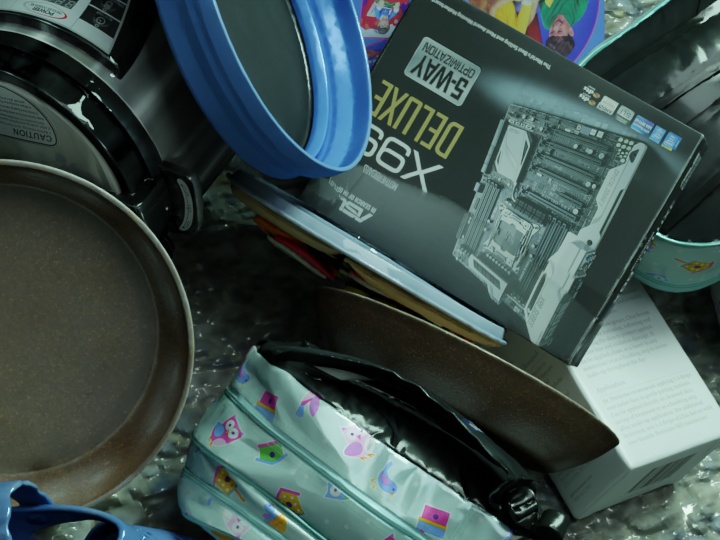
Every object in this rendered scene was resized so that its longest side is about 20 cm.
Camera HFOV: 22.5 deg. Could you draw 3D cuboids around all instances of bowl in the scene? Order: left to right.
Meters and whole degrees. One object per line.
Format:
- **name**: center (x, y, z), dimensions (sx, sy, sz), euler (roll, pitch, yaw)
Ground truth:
- **bowl**: center (-0.056, -0.146, 1.024), dimensions (0.201, 0.039, 0.202), euler (48, 33, -45)

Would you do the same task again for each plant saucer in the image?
- **plant saucer**: center (-0.187, 0.036, 0.949), dimensions (0.199, 0.201, 0.035), euler (23, 13, -12)
- **plant saucer**: center (0.054, 0.071, 1.059), dimensions (0.199, 0.200, 0.037), euler (28, 82, -8)

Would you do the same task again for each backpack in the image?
- **backpack**: center (0.002, 0.124, 0.986), dimensions (0.199, 0.167, 0.127), euler (32, 82, 1)
- **backpack**: center (0.224, -0.087, 1.179), dimensions (0.199, 0.153, 0.176), euler (-33, 77, -19)

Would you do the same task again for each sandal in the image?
- **sandal**: center (-0.136, 0.157, 0.933), dimensions (0.199, 0.087, 0.080), euler (12, 50, -24)

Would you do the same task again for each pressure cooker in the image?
- **pressure cooker**: center (-0.165, -0.080, 1.036), dimensions (0.179, 0.175, 0.200), euler (48, 46, -15)

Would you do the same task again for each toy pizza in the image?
- **toy pizza**: center (0.000, 0.000, 1.096), dimensions (0.199, 0.032, 0.200), euler (31, 3, -2)

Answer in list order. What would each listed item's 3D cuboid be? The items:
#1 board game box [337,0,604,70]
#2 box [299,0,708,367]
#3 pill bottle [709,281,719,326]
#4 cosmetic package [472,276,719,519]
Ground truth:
- **board game box**: center (0.068, -0.168, 1.185), dimensions (0.199, 0.135, 0.045), euler (-14, 24, -26)
- **box**: center (0.086, -0.059, 1.100), dimensions (0.199, 0.158, 0.050), euler (32, 4, 15)
- **pill bottle**: center (0.297, -0.041, 1.307), dimensions (0.112, 0.112, 0.201), euler (10, 52, -22)
- **cosmetic package**: center (0.140, 0.050, 1.177), dimensions (0.101, 0.071, 0.201), euler (-12, 63, -37)
